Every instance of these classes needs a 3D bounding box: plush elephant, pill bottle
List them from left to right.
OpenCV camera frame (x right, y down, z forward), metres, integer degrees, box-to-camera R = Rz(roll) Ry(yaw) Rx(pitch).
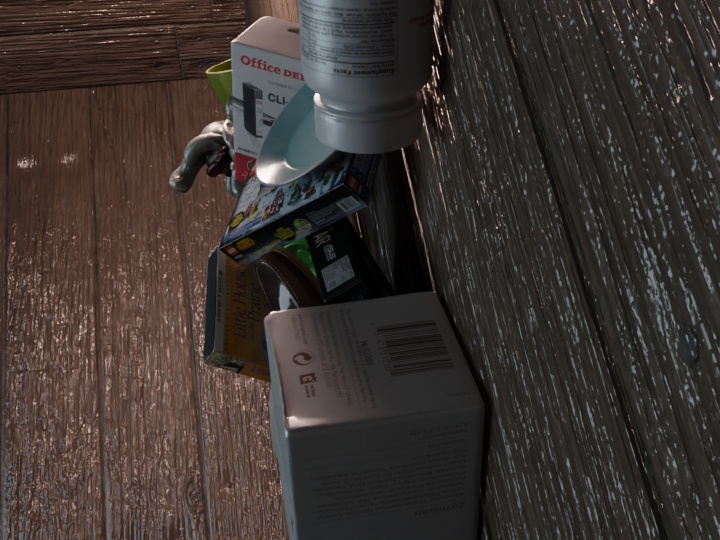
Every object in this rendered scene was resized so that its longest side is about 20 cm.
[{"bbox_3d":[-0.228,-0.207,1.683,0.155,0.164,0.202,36,108,49],"label":"plush elephant"},{"bbox_3d":[0.005,-0.208,0.761,0.114,0.112,0.202,-110,16,-57],"label":"pill bottle"}]

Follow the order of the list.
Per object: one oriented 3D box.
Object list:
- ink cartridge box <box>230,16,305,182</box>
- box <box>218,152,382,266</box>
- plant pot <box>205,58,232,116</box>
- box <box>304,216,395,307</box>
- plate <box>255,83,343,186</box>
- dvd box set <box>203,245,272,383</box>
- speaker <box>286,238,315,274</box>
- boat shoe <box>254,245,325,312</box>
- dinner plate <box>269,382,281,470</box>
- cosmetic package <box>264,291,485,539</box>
[{"bbox_3d":[-0.081,-0.197,1.152,0.084,0.143,0.201,-54,-24,-47],"label":"ink cartridge box"},{"bbox_3d":[-0.059,-0.096,0.977,0.199,0.040,0.138,-23,38,40],"label":"box"},{"bbox_3d":[-0.187,-0.321,1.814,0.187,0.185,0.202,-119,13,-69],"label":"plant pot"},{"bbox_3d":[0.001,0.025,0.965,0.161,0.043,0.200,57,-173,-31],"label":"box"},{"bbox_3d":[-0.031,-0.159,0.945,0.026,0.200,0.201,41,-166,-28],"label":"plate"},{"bbox_3d":[-0.078,0.063,1.023,0.029,0.199,0.147,-46,35,38],"label":"dvd box set"},{"bbox_3d":[-0.066,-0.079,1.293,0.201,0.087,0.089,-82,-4,-46],"label":"speaker"},{"bbox_3d":[-0.051,0.070,0.951,0.201,0.070,0.070,54,151,-1],"label":"boat shoe"},{"bbox_3d":[-0.081,0.161,1.090,0.200,0.024,0.202,-1,-90,-81],"label":"dinner plate"},{"bbox_3d":[0.009,0.155,0.827,0.168,0.165,0.202,-110,15,-56],"label":"cosmetic package"}]
